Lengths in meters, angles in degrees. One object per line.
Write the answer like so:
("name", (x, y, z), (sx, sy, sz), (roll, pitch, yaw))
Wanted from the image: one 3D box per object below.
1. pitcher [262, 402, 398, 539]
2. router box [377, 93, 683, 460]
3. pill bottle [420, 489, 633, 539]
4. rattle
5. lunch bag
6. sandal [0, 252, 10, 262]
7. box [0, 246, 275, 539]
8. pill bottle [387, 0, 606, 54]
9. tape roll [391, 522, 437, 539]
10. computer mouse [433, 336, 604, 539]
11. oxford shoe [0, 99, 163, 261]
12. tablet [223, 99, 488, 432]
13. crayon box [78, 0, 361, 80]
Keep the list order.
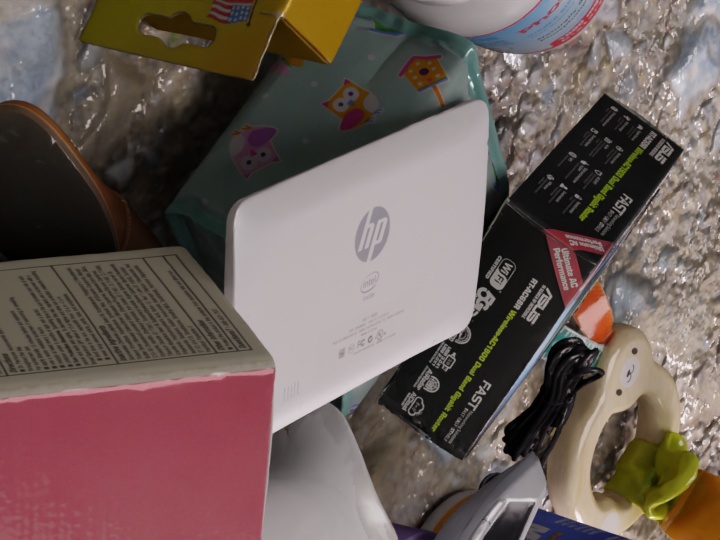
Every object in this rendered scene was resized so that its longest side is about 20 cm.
("pitcher", (-0.050, 0.179, 1.248), (0.172, 0.121, 0.200), (53, 42, 1))
("router box", (0.100, 0.001, 1.407), (0.150, 0.062, 0.200), (-57, 174, 30))
("pill bottle", (0.131, 0.211, 1.501), (0.112, 0.199, 0.113), (-19, 115, -46))
("rattle", (0.190, 0.101, 1.591), (0.130, 0.143, 0.201), (-22, 126, -24))
("lunch bag", (-0.006, -0.021, 1.321), (0.171, 0.122, 0.200), (-56, 156, -23))
("sandal", (-0.180, 0.024, 1.173), (0.200, 0.075, 0.048), (45, 65, -37))
("box", (-0.152, 0.070, 1.092), (0.199, 0.128, 0.109), (-6, 117, -23))
("pill bottle", (0.066, -0.176, 1.323), (0.200, 0.108, 0.109), (-3, 105, -72))
("tape roll", (-0.007, 0.242, 1.414), (0.200, 0.065, 0.201), (-36, 132, -56))
("computer mouse", (0.075, 0.135, 1.405), (0.200, 0.044, 0.110), (-62, -178, -31))
("oxford shoe", (-0.138, -0.016, 1.229), (0.071, 0.071, 0.200), (-78, 151, -44))
("tablet", (0.000, 0.000, 1.200), (0.200, 0.014, 0.131), (-27, 128, -48))
("crayon box", (-0.044, -0.181, 1.226), (0.051, 0.127, 0.201), (40, 72, -48))
